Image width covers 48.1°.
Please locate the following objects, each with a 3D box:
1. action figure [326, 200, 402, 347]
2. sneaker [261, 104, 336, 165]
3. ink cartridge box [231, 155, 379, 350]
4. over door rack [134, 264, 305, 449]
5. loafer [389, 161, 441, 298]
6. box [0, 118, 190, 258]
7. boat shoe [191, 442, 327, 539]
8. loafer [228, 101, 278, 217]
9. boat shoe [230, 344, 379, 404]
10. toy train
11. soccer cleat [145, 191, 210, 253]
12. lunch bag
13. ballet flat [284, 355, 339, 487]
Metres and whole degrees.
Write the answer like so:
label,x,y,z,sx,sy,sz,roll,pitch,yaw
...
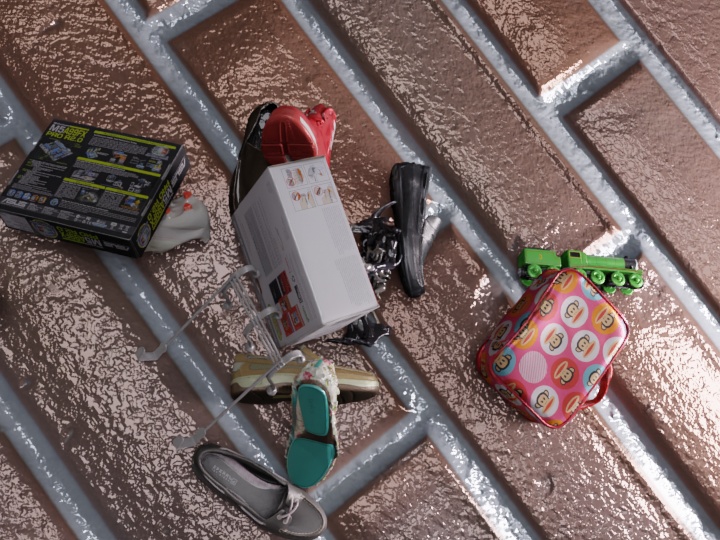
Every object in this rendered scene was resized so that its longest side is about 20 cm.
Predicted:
label,x,y,z,sx,sy,sz,roll,pitch,yaw
action figure,0.000,0.000,1.097,0.101,0.119,0.202,10,81,-25
sneaker,-0.082,-0.193,1.094,0.078,0.200,0.117,4,69,6
ink cartridge box,-0.078,-0.016,1.029,0.083,0.175,0.202,-16,82,-29
over door rack,-0.176,0.110,1.027,0.199,0.067,0.148,-38,65,12
loafer,0.082,-0.061,1.151,0.070,0.068,0.203,-2,73,-3
box,-0.344,-0.110,1.045,0.198,0.044,0.161,12,58,12
boat shoe,-0.130,0.287,1.032,0.199,0.057,0.067,32,73,-2
loafer,-0.144,-0.148,1.128,0.072,0.071,0.202,5,75,-9
boat shoe,-0.073,0.134,1.079,0.198,0.072,0.077,4,60,-11
toy train,0.327,-0.001,1.200,0.198,0.042,0.057,5,65,-9
soccer cleat,-0.300,-0.052,1.082,0.198,0.078,0.070,-8,41,1
lunch bag,0.279,0.114,1.126,0.176,0.082,0.200,43,80,-9
ballet flat,-0.055,0.192,1.026,0.075,0.201,0.064,15,37,6
